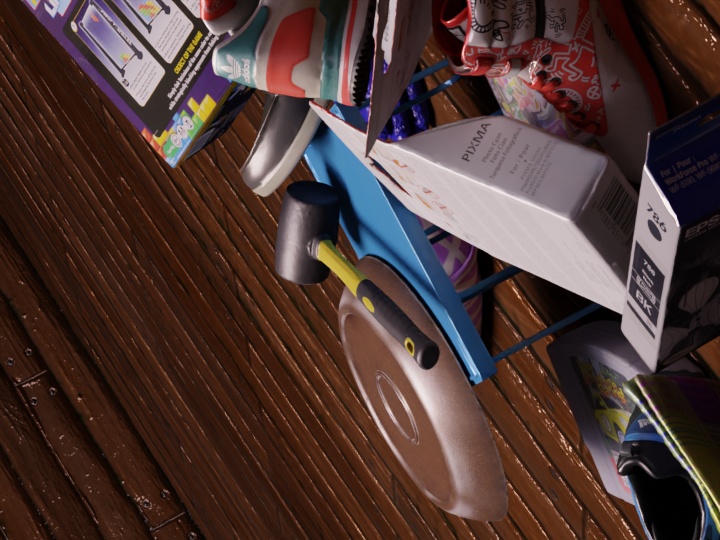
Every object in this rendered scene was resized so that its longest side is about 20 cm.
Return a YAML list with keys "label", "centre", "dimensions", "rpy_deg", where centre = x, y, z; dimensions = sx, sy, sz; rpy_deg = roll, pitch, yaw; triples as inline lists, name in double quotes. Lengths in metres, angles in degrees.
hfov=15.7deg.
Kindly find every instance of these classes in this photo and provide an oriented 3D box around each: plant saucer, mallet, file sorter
- label: "plant saucer"
  centre: [0.036, 0.086, 1.766]
  dimensions: [0.201, 0.032, 0.200]
  rpy_deg: [56, 165, 23]
- label: "mallet"
  centre: [0.000, 0.000, 1.692]
  dimensions: [0.200, 0.041, 0.066]
  rpy_deg: [36, 127, 56]
- label: "file sorter"
  centre: [0.068, -0.034, 1.741]
  dimensions: [0.201, 0.122, 0.139]
  rpy_deg: [61, 166, 3]

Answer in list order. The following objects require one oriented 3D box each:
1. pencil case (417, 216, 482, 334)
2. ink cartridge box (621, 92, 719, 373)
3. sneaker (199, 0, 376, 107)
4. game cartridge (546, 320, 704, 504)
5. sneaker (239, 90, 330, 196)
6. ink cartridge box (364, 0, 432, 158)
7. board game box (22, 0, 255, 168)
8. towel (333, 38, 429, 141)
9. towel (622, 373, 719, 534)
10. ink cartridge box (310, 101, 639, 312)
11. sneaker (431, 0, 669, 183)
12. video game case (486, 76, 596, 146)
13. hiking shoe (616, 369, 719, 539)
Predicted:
- label: "pencil case"
  centre: [0.051, 0.025, 2.003]
  dimensions: [0.200, 0.083, 0.086]
  rpy_deg: [91, 172, -59]
- label: "ink cartridge box"
  centre: [0.191, -0.027, 1.367]
  dimensions: [0.039, 0.099, 0.200]
  rpy_deg: [55, 165, 27]
- label: "sneaker"
  centre: [-0.038, -0.164, 1.398]
  dimensions: [0.200, 0.093, 0.071]
  rpy_deg: [-89, 3, -47]
- label: "game cartridge"
  centre: [0.188, 0.100, 1.739]
  dimensions: [0.134, 0.041, 0.200]
  rpy_deg: [70, 165, -12]
- label: "sneaker"
  centre: [-0.061, -0.152, 1.711]
  dimensions: [0.075, 0.106, 0.201]
  rpy_deg: [-80, 13, -67]
- label: "ink cartridge box"
  centre: [0.020, -0.187, 1.483]
  dimensions: [0.047, 0.200, 0.161]
  rpy_deg: [15, 135, 10]
- label: "board game box"
  centre: [-0.121, -0.181, 1.637]
  dimensions: [0.165, 0.057, 0.200]
  rpy_deg: [49, 145, 5]
- label: "towel"
  centre: [-0.024, -0.182, 1.943]
  dimensions: [0.200, 0.049, 0.148]
  rpy_deg: [42, 156, 55]
- label: "towel"
  centre: [0.223, 0.123, 1.483]
  dimensions: [0.144, 0.023, 0.200]
  rpy_deg: [59, -160, 21]
- label: "ink cartridge box"
  centre: [0.085, -0.048, 1.548]
  dimensions: [0.199, 0.047, 0.160]
  rpy_deg: [27, 170, 33]
- label: "sneaker"
  centre: [0.103, -0.121, 1.487]
  dimensions: [0.067, 0.108, 0.202]
  rpy_deg: [38, 152, 59]
- label: "video game case"
  centre: [0.090, -0.162, 1.625]
  dimensions: [0.201, 0.018, 0.143]
  rpy_deg: [65, 166, 4]
- label: "hiking shoe"
  centre: [0.208, 0.159, 1.602]
  dimensions: [0.074, 0.087, 0.200]
  rpy_deg: [-10, 121, 42]
